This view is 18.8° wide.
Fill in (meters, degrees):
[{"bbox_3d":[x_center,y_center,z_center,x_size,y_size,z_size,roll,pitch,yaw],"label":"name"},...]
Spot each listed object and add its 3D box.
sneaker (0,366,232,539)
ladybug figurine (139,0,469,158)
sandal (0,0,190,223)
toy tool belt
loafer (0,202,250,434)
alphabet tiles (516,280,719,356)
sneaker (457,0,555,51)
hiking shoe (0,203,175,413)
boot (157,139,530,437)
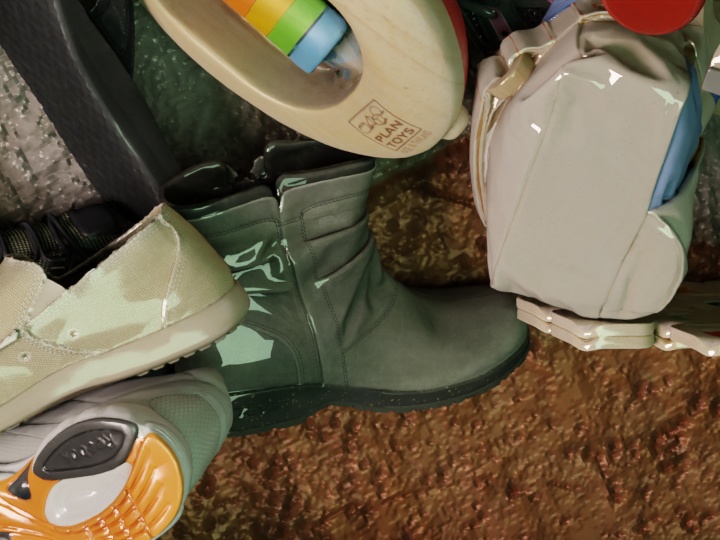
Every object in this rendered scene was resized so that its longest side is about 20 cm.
[{"bbox_3d":[-0.137,0.094,0.979,0.199,0.092,0.076,-15,103,33],"label":"sneaker"},{"bbox_3d":[-0.027,-0.132,0.969,0.200,0.136,0.072,42,54,-9],"label":"ladybug figurine"},{"bbox_3d":[-0.128,-0.110,0.984,0.048,0.075,0.201,-45,129,-27],"label":"sandal"},{"bbox_3d":[0.117,-0.085,0.972,0.124,0.123,0.201,18,126,7],"label":"toy tool belt"},{"bbox_3d":[-0.149,0.028,0.948,0.199,0.076,0.068,-22,97,-10],"label":"loafer"},{"bbox_3d":[0.181,0.024,1.044,0.199,0.196,0.015,0,97,-16],"label":"alphabet tiles"},{"bbox_3d":[0.065,-0.145,1.002,0.200,0.080,0.086,27,105,-22],"label":"sneaker"},{"bbox_3d":[-0.161,0.003,1.018,0.200,0.076,0.101,30,93,-33],"label":"hiking shoe"},{"bbox_3d":[0.000,0.000,1.032,0.199,0.068,0.131,-10,120,-27],"label":"boot"}]
